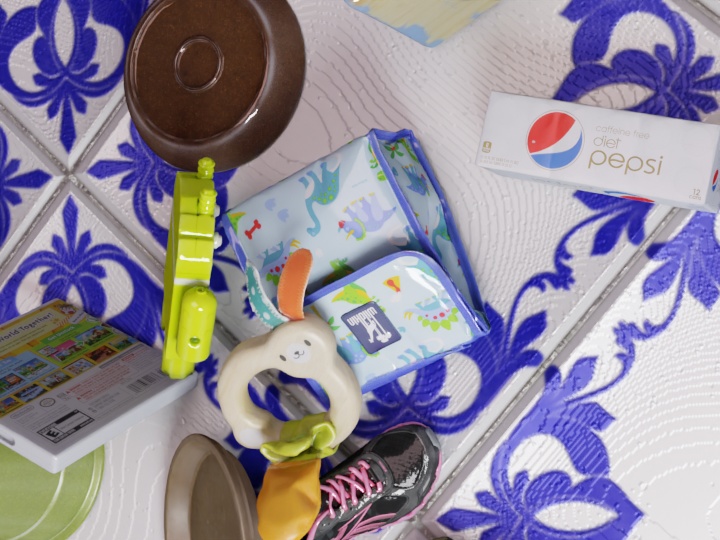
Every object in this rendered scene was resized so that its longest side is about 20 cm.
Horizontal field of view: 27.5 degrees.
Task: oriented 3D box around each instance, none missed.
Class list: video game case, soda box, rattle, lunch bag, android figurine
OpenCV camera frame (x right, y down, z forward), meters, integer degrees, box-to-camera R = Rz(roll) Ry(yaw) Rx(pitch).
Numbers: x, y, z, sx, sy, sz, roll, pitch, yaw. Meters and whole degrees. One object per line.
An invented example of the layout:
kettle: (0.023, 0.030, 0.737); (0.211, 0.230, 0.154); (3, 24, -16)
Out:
video game case: (-0.281, 0.101, 1.360); (0.182, 0.200, 0.023); (25, 121, 23)
soda box: (0.202, -0.100, 1.229); (0.200, 0.064, 0.068); (12, 90, 24)
rattle: (-0.070, 0.102, 1.210); (0.130, 0.143, 0.200); (22, 131, 16)
lunch bag: (0.000, 0.000, 1.283); (0.170, 0.127, 0.200); (-27, 86, 23)
android figurine: (-0.153, -0.005, 1.325); (0.041, 0.182, 0.200); (5, 125, -12)

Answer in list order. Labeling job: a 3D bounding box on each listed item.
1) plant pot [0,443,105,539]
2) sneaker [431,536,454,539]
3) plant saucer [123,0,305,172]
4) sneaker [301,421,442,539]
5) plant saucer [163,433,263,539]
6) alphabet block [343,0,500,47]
plant pot: (-0.379, 0.179, 1.397); (0.200, 0.190, 0.200); (-2, 86, 24)
sneaker: (0.030, 0.319, 1.259); (0.077, 0.089, 0.200); (34, 99, 23)
plant saucer: (-0.149, -0.194, 1.409); (0.200, 0.034, 0.201); (-1, 86, 24)
sneaker: (-0.017, 0.202, 1.287); (0.200, 0.095, 0.079); (-38, 70, 15)
plant saucer: (-0.130, 0.245, 1.315); (0.200, 0.029, 0.200); (12, 103, 62)
alphabet block: (0.061, -0.335, 1.241); (0.200, 0.195, 0.197); (-34, 75, 19)
